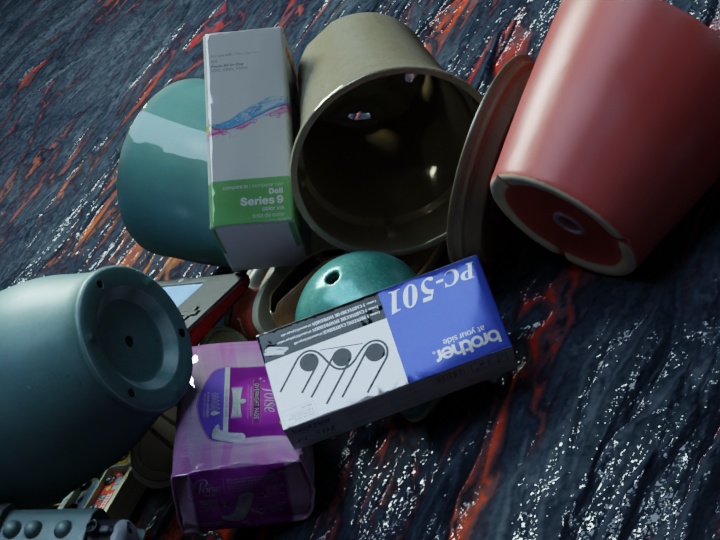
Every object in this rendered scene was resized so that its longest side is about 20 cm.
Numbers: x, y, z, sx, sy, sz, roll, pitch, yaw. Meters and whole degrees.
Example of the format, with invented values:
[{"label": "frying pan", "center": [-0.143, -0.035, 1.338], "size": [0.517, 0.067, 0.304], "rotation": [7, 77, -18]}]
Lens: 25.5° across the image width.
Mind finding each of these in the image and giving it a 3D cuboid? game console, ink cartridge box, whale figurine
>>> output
[{"label": "game console", "center": [-0.226, 0.060, 1.605], "size": [0.199, 0.031, 0.177], "rotation": [-5, 34, 42]}, {"label": "ink cartridge box", "center": [0.021, 0.067, 1.318], "size": [0.198, 0.044, 0.095], "rotation": [-20, 58, 1]}, {"label": "whale figurine", "center": [0.016, 0.053, 1.398], "size": [0.159, 0.104, 0.200], "rotation": [-40, 34, -6]}, {"label": "ink cartridge box", "center": [-0.101, -0.117, 1.561], "size": [0.087, 0.145, 0.202], "rotation": [-6, 73, 3]}]

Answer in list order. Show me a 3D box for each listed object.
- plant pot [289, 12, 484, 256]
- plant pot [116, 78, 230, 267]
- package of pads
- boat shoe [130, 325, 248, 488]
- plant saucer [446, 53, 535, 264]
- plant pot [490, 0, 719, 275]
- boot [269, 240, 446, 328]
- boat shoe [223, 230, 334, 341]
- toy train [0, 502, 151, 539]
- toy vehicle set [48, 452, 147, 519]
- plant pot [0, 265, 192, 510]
[{"label": "plant pot", "center": [0.018, -0.147, 1.522], "size": [0.200, 0.201, 0.184], "rotation": [-32, 35, 11]}, {"label": "plant pot", "center": [-0.138, -0.093, 1.732], "size": [0.160, 0.201, 0.201], "rotation": [19, 58, 36]}, {"label": "package of pads", "center": [-0.102, 0.140, 1.405], "size": [0.119, 0.076, 0.201], "rotation": [-7, 32, 0]}, {"label": "boat shoe", "center": [-0.164, 0.142, 1.526], "size": [0.069, 0.074, 0.200], "rotation": [-57, 0, 43]}, {"label": "plant saucer", "center": [0.129, -0.093, 1.427], "size": [0.029, 0.201, 0.201], "rotation": [18, 53, 19]}, {"label": "plant pot", "center": [0.212, -0.107, 1.334], "size": [0.200, 0.200, 0.178], "rotation": [10, 63, 56]}, {"label": "boot", "center": [0.000, 0.000, 1.537], "size": [0.200, 0.076, 0.074], "rotation": [-39, 24, -5]}, {"label": "boat shoe", "center": [-0.078, -0.008, 1.656], "size": [0.062, 0.071, 0.201], "rotation": [-12, 41, 45]}, {"label": "toy train", "center": [-0.266, 0.252, 1.385], "size": [0.198, 0.114, 0.086], "rotation": [-4, 50, 24]}, {"label": "toy vehicle set", "center": [-0.268, 0.228, 1.562], "size": [0.124, 0.027, 0.201], "rotation": [-15, 35, 39]}, {"label": "plant pot", "center": [-0.256, 0.089, 1.408], "size": [0.187, 0.200, 0.201], "rotation": [-26, 28, 33]}]
